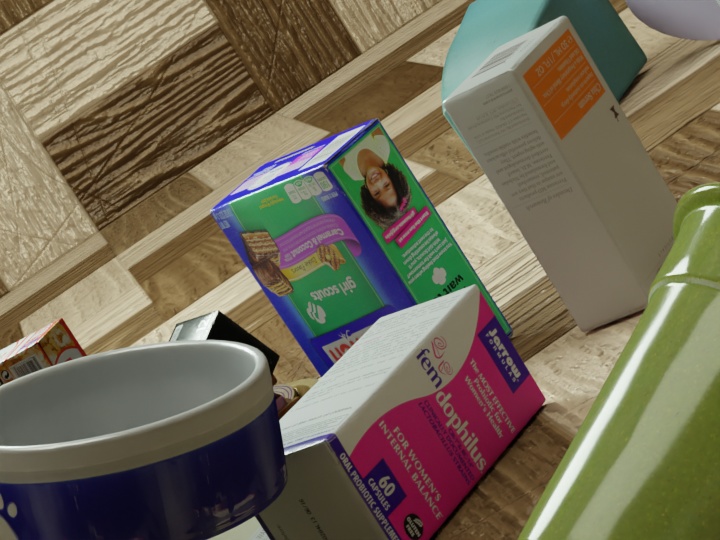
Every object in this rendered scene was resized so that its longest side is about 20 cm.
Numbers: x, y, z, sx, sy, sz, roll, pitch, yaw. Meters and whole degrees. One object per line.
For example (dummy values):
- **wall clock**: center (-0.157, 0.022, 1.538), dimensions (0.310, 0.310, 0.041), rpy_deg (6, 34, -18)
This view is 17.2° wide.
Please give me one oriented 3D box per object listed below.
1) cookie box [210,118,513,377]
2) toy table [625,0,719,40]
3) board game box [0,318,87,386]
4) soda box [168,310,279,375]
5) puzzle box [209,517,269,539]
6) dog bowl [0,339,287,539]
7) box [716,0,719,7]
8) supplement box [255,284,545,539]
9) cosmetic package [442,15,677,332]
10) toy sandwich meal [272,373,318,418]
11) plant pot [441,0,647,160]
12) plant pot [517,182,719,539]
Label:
- **cookie box**: center (0.000, 0.000, 1.855), dimensions (0.075, 0.201, 0.171), rpy_deg (-42, 14, -34)
- **toy table**: center (0.353, -0.313, 2.291), dimensions (0.199, 0.184, 0.117), rpy_deg (-2, 46, 45)
- **board game box**: center (-0.243, 0.157, 1.867), dimensions (0.151, 0.201, 0.046), rpy_deg (-26, 13, 29)
- **soda box**: center (-0.136, 0.134, 1.799), dimensions (0.063, 0.071, 0.201), rpy_deg (-17, 43, 50)
- **puzzle box**: center (-0.111, 0.187, 1.668), dimensions (0.132, 0.026, 0.200), rpy_deg (13, 37, 29)
- **dog bowl**: center (-0.147, 0.111, 1.465), dimensions (0.198, 0.079, 0.200), rpy_deg (-11, 13, 3)
- **box**: center (0.409, -0.286, 2.112), dimensions (0.199, 0.125, 0.098), rpy_deg (-33, 12, 5)
- **supplement box**: center (0.021, 0.110, 1.594), dimensions (0.103, 0.102, 0.200), rpy_deg (-22, 16, 42)
- **cosmetic package**: center (0.155, -0.070, 1.723), dimensions (0.071, 0.201, 0.101), rpy_deg (-23, 16, 39)
- **toy sandwich meal**: center (-0.118, 0.131, 1.959), dimensions (0.204, 0.071, 0.205), rpy_deg (-32, 12, 7)
- **plant pot**: center (0.168, -0.187, 2.349), dimensions (0.141, 0.142, 0.200), rpy_deg (-25, 21, 35)
- **plant pot**: center (0.174, 0.097, 1.104), dimensions (0.190, 0.200, 0.200), rpy_deg (-50, 16, -16)
